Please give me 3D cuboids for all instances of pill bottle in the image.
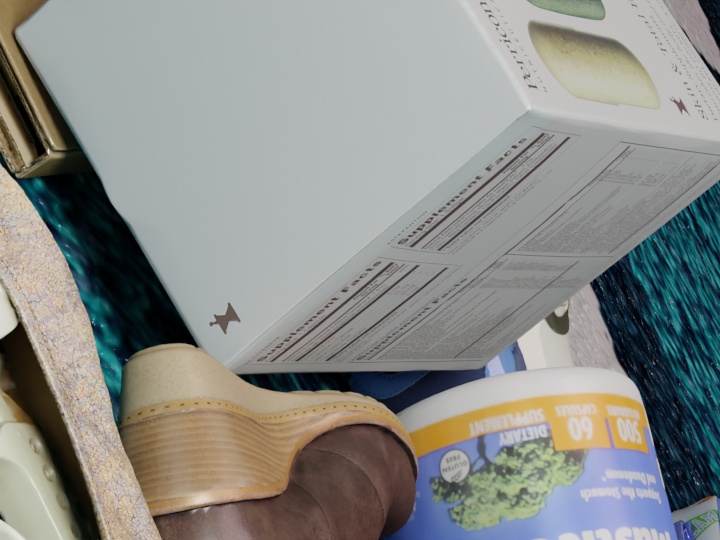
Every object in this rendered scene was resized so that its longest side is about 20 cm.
[{"bbox_3d":[0.075,0.147,1.080,0.112,0.112,0.201,27,46,-62],"label":"pill bottle"}]

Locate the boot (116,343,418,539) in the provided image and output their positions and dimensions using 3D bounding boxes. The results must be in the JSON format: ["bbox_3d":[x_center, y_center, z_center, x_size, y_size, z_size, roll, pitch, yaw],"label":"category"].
[{"bbox_3d":[-0.025,0.123,0.967,0.200,0.072,0.167,29,48,-63],"label":"boot"}]

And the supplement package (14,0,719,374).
[{"bbox_3d":[0.014,-0.065,1.041,0.152,0.151,0.200,58,24,17],"label":"supplement package"}]

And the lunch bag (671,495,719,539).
[{"bbox_3d":[0.157,0.202,1.277,0.200,0.075,0.161,-94,162,-56],"label":"lunch bag"}]

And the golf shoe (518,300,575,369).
[{"bbox_3d":[0.075,-0.001,1.381,0.200,0.088,0.077,64,16,6],"label":"golf shoe"}]

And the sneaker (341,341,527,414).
[{"bbox_3d":[0.000,0.000,1.194,0.200,0.074,0.082,60,17,22],"label":"sneaker"}]

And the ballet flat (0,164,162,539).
[{"bbox_3d":[-0.105,0.044,0.824,0.200,0.068,0.067,61,24,6],"label":"ballet flat"}]

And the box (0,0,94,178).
[{"bbox_3d":[-0.122,-0.115,1.098,0.164,0.021,0.200,63,17,4],"label":"box"}]
